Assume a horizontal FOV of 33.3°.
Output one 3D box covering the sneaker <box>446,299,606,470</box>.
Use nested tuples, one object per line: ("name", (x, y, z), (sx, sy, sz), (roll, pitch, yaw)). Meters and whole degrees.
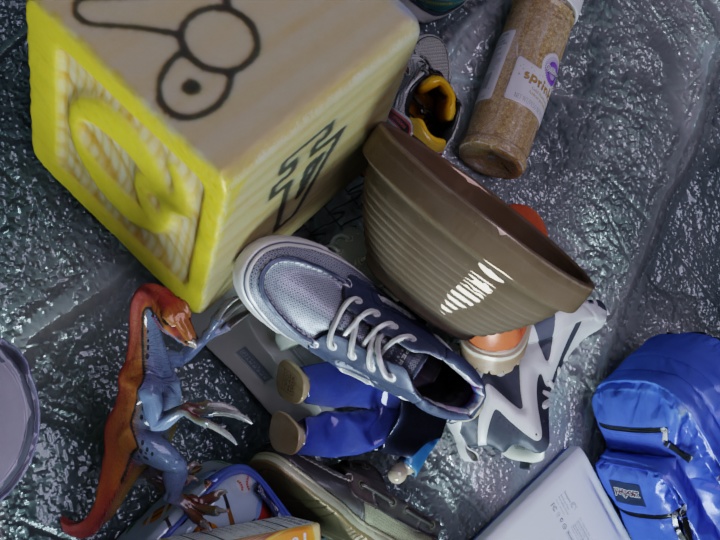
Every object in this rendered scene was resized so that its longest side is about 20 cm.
("sneaker", (0.155, 0.109, 1.101), (0.197, 0.079, 0.131), (-20, 96, -32))

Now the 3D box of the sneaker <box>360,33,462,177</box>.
("sneaker", (0.058, -0.144, 1.048), (0.078, 0.082, 0.202), (37, 39, -22))

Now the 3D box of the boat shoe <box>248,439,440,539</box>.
("boat shoe", (-0.009, 0.189, 0.999), (0.200, 0.071, 0.067), (41, 59, -27))

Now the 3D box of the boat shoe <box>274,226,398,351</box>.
("boat shoe", (0.001, 0.000, 0.970), (0.199, 0.070, 0.072), (-28, 89, -36))

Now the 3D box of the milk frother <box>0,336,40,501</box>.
("milk frother", (-0.271, 0.146, 0.769), (0.200, 0.187, 0.182), (41, 66, -21))

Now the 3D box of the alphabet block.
("alphabet block", (-0.104, -0.129, 0.871), (0.195, 0.197, 0.200), (42, 61, 12))

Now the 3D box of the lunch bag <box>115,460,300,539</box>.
("lunch bag", (-0.117, 0.253, 0.918), (0.200, 0.075, 0.161), (-42, 107, -28))

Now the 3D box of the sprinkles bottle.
("sprinkles bottle", (0.154, -0.188, 1.145), (0.068, 0.068, 0.202), (30, 70, -25))

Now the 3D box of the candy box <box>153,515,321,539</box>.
("candy box", (-0.120, 0.247, 0.841), (0.198, 0.055, 0.117), (-4, 90, -33))

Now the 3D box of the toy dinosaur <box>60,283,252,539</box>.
("toy dinosaur", (-0.145, 0.098, 0.832), (0.198, 0.105, 0.183), (-27, 125, -10))

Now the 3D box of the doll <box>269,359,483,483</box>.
("doll", (0.025, 0.103, 0.969), (0.198, 0.048, 0.139), (4, 96, -36))

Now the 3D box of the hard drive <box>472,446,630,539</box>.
("hard drive", (0.167, 0.277, 1.117), (0.199, 0.025, 0.133), (-36, 103, -30))

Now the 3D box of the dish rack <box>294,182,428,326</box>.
("dish rack", (-0.012, -0.027, 1.030), (0.201, 0.054, 0.154), (50, 61, -16))

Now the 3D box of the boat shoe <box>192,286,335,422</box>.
("boat shoe", (-0.080, 0.039, 0.975), (0.200, 0.072, 0.069), (48, 41, -11))

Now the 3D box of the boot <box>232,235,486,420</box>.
("boot", (0.005, 0.041, 0.862), (0.199, 0.090, 0.073), (29, 89, -32))

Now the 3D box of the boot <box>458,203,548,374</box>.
("boot", (0.134, -0.014, 1.057), (0.201, 0.074, 0.108), (-71, 165, -50))

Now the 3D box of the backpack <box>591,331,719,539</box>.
("backpack", (0.313, 0.170, 1.141), (0.167, 0.162, 0.202), (-32, 102, -30))

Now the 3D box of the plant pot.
("plant pot", (0.069, -0.014, 0.894), (0.200, 0.201, 0.093), (32, 101, -24))

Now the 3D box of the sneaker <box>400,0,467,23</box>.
("sneaker", (0.022, -0.296, 1.071), (0.198, 0.079, 0.079), (23, 72, -26))
